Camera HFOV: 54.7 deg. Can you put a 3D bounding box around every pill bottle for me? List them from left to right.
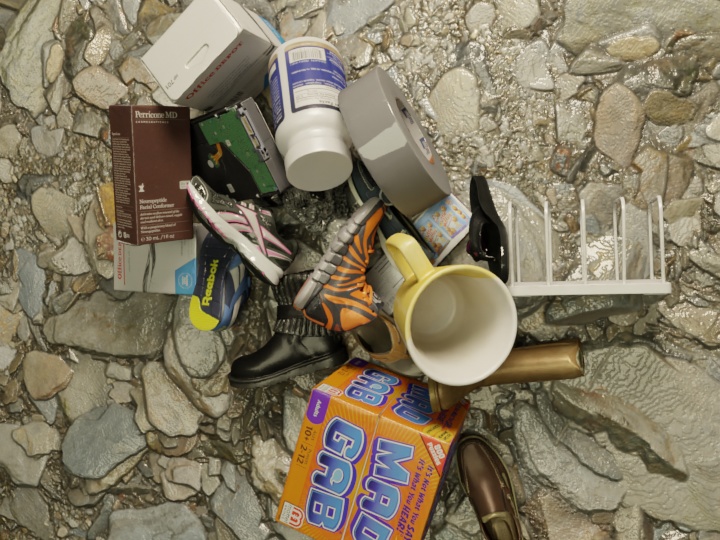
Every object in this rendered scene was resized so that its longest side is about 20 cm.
[{"bbox_3d":[-0.070,-0.223,1.002,0.115,0.116,0.202,-18,62,18],"label":"pill bottle"}]

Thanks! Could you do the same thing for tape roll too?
[{"bbox_3d":[0.049,-0.176,0.963,0.066,0.200,0.202,-29,86,18],"label":"tape roll"}]

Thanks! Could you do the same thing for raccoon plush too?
[{"bbox_3d":[-0.072,-0.077,1.091,0.199,0.096,0.136,3,113,47],"label":"raccoon plush"}]

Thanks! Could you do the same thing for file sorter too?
[{"bbox_3d":[0.300,-0.032,0.934,0.197,0.139,0.126,-1,92,17],"label":"file sorter"}]

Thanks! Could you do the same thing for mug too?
[{"bbox_3d":[0.111,0.041,0.932,0.147,0.153,0.189,-3,98,-11],"label":"mug"}]

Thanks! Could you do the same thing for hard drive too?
[{"bbox_3d":[-0.199,-0.174,1.056,0.199,0.038,0.141,-3,121,47],"label":"hard drive"}]

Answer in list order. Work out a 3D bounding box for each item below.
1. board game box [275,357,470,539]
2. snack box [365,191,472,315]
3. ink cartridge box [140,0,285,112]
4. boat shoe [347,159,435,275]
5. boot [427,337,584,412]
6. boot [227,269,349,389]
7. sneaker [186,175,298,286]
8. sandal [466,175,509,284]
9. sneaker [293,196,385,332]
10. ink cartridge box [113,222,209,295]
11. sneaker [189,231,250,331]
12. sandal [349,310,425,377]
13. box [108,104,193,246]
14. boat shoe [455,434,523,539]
[{"bbox_3d":[0.025,0.272,1.011,0.198,0.200,0.202,19,100,14],"label":"board game box"},{"bbox_3d":[0.087,-0.027,1.057,0.072,0.024,0.200,45,106,10],"label":"snack box"},{"bbox_3d":[-0.202,-0.312,1.027,0.146,0.200,0.086,-40,84,16],"label":"ink cartridge box"},{"bbox_3d":[0.042,-0.087,1.026,0.062,0.075,0.201,-37,65,22],"label":"boat shoe"},{"bbox_3d":[0.202,0.137,0.961,0.198,0.175,0.067,-8,100,21],"label":"boot"},{"bbox_3d":[-0.128,0.089,1.103,0.209,0.079,0.160,-16,97,7],"label":"boot"},{"bbox_3d":[-0.176,-0.072,1.053,0.200,0.080,0.086,47,73,-15],"label":"sneaker"},{"bbox_3d":[0.163,-0.052,0.949,0.047,0.202,0.076,-4,131,-3],"label":"sandal"},{"bbox_3d":[0.000,0.000,0.994,0.111,0.078,0.201,34,105,-6],"label":"sneaker"},{"bbox_3d":[-0.345,-0.023,1.167,0.197,0.067,0.117,2,95,17],"label":"ink cartridge box"},{"bbox_3d":[-0.217,0.004,1.133,0.073,0.082,0.202,11,79,24],"label":"sneaker"},{"bbox_3d":[0.032,0.099,1.050,0.200,0.054,0.080,40,106,-12],"label":"sandal"},{"bbox_3d":[-0.310,-0.144,1.041,0.074,0.099,0.203,10,106,43],"label":"box"},{"bbox_3d":[0.198,0.344,1.026,0.074,0.075,0.204,-23,90,7],"label":"boat shoe"}]
